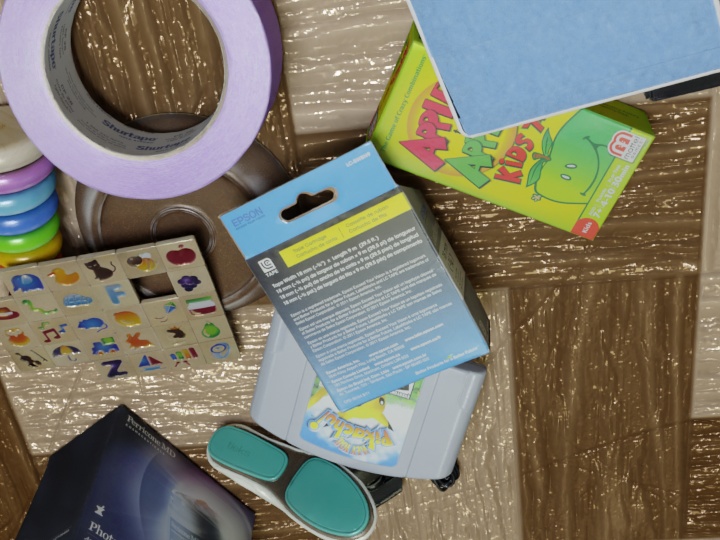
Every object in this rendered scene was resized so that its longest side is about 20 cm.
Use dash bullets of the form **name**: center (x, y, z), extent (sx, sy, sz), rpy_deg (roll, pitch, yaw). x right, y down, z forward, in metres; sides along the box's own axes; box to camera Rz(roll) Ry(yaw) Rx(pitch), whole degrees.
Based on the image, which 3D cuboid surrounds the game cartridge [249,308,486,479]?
- **game cartridge**: center (0.002, 0.118, 0.941), extent (0.199, 0.041, 0.134), rpy_deg (16, 116, 2)

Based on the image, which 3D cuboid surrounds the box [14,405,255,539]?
- **box**: center (-0.218, 0.275, 0.987), extent (0.123, 0.199, 0.200), rpy_deg (-35, 115, 21)

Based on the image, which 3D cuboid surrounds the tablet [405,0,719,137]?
- **tablet**: center (0.142, -0.169, 0.705), extent (0.199, 0.014, 0.130), rpy_deg (-13, 124, 23)

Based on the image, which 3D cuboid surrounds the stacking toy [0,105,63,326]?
- **stacking toy**: center (-0.283, -0.034, 0.865), extent (0.085, 0.086, 0.201), rpy_deg (0, 128, 4)

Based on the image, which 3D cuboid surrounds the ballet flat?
- **ballet flat**: center (-0.060, 0.206, 0.978), extent (0.199, 0.069, 0.070), rpy_deg (21, 130, 30)

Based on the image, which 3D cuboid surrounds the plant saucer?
- **plant saucer**: center (-0.150, -0.037, 0.878), extent (0.199, 0.032, 0.201), rpy_deg (2, 124, 3)

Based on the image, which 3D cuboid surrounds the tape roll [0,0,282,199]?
- **tape roll**: center (-0.160, -0.157, 0.761), extent (0.199, 0.066, 0.201), rpy_deg (1, 115, 3)

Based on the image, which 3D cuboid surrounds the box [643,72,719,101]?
- **box**: center (0.281, -0.236, 0.709), extent (0.199, 0.050, 0.199), rpy_deg (-11, 123, 10)

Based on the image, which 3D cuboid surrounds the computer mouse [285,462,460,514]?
- **computer mouse**: center (-0.012, 0.191, 1.008), extent (0.199, 0.046, 0.141), rpy_deg (-14, 121, 13)

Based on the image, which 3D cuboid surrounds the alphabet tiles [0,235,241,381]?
- **alphabet tiles**: center (-0.220, 0.043, 0.897), extent (0.199, 0.008, 0.168), rpy_deg (-9, 139, 3)

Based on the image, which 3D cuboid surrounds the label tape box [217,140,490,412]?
- **label tape box**: center (0.000, 0.000, 0.837), extent (0.144, 0.063, 0.200), rpy_deg (-24, 109, 18)

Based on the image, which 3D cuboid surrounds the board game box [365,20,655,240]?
- **board game box**: center (0.114, -0.107, 0.803), extent (0.199, 0.048, 0.102), rpy_deg (19, 123, -9)
